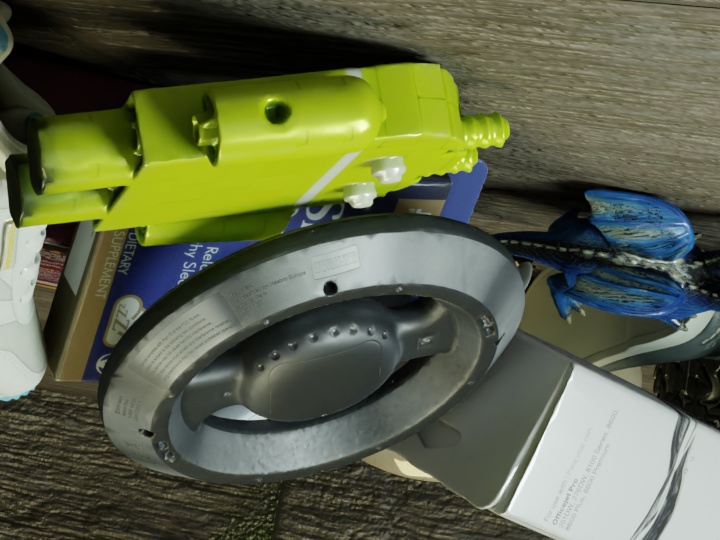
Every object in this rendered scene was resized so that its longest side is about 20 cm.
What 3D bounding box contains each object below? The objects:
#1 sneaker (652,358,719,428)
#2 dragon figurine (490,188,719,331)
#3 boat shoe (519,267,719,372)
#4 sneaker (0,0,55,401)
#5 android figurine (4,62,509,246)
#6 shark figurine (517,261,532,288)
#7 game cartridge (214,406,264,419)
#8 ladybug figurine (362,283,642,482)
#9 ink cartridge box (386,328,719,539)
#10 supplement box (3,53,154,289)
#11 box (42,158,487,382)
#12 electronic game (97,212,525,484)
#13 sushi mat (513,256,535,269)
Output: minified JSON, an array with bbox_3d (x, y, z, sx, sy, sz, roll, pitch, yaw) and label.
[{"bbox_3d":[0.231,0.069,1.537,0.089,0.079,0.200,2,-156,-26],"label":"sneaker"},{"bbox_3d":[0.127,-0.005,1.335,0.200,0.059,0.099,12,173,-4],"label":"dragon figurine"},{"bbox_3d":[0.152,0.029,1.518,0.062,0.073,0.200,19,165,-25],"label":"boat shoe"},{"bbox_3d":[-0.163,-0.026,1.193,0.081,0.077,0.200,-13,127,3],"label":"sneaker"},{"bbox_3d":[-0.040,-0.047,1.132,0.200,0.041,0.182,-5,170,-18],"label":"android figurine"},{"bbox_3d":[0.000,-0.016,1.485,0.214,0.128,0.090,39,161,43],"label":"shark figurine"},{"bbox_3d":[-0.064,0.041,1.594,0.042,0.133,0.200,55,169,-21],"label":"game cartridge"},{"bbox_3d":[0.074,0.061,1.679,0.200,0.136,0.072,-13,137,-12],"label":"ladybug figurine"},{"bbox_3d":[0.118,0.095,1.385,0.200,0.084,0.145,26,-179,-35],"label":"ink cartridge box"},{"bbox_3d":[-0.156,-0.044,1.356,0.110,0.086,0.200,13,173,-20],"label":"supplement box"},{"bbox_3d":[-0.038,-0.002,1.279,0.200,0.121,0.032,2,-147,-30],"label":"box"},{"bbox_3d":[-0.021,0.037,1.252,0.200,0.042,0.200,-16,151,-9],"label":"electronic game"},{"bbox_3d":[0.001,-0.018,1.619,0.096,0.012,0.200,17,171,-43],"label":"sushi mat"}]
